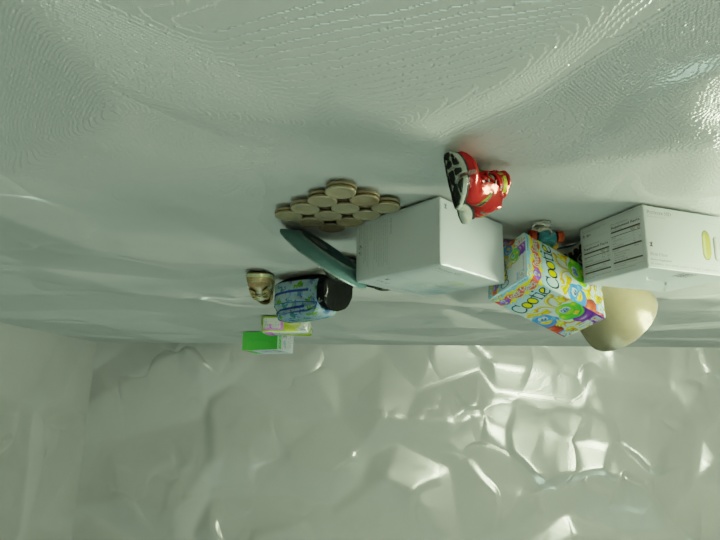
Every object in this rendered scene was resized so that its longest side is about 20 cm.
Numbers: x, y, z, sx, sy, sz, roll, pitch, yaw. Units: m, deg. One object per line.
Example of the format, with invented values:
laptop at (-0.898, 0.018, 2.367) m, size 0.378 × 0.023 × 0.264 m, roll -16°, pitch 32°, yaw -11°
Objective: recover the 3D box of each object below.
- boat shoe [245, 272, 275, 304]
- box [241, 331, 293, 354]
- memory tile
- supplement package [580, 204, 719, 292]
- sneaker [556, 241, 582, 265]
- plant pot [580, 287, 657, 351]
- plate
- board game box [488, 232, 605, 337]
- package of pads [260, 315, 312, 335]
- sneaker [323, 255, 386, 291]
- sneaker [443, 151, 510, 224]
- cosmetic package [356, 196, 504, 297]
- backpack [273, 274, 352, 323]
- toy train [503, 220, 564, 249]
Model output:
boat shoe at (-0.269, 0.051, 1.498) m, size 0.073 × 0.067 × 0.200 m, roll 0°, pitch 166°, yaw 3°
box at (-0.460, 0.359, 2.730) m, size 0.199 × 0.097 × 0.176 m, roll -4°, pitch 163°, yaw 17°
memory tile at (-0.041, -0.106, 0.945) m, size 0.153 × 0.017 × 0.199 m, roll 12°, pitch 162°, yaw -39°
supplement package at (0.538, -0.034, 1.004) m, size 0.199 × 0.112 × 0.156 m, roll 5°, pitch 166°, yaw -18°
sneaker at (0.454, -0.029, 1.144) m, size 0.199 × 0.079 × 0.089 m, roll -10°, pitch -174°, yaw 18°
plant pot at (0.625, 0.086, 1.402) m, size 0.134 × 0.201 × 0.200 m, roll 41°, pitch 154°, yaw -11°
plate at (-0.065, -0.031, 1.052) m, size 0.200 × 0.026 × 0.200 m, roll 34°, pitch -172°, yaw -5°
board game box at (0.357, 0.031, 1.056) m, size 0.199 × 0.105 × 0.103 m, roll 25°, pitch 142°, yaw -19°
package of pads at (-0.298, 0.226, 2.226) m, size 0.198 × 0.069 × 0.155 m, roll 0°, pitch 168°, yaw -1°
sneaker at (0.000, 0.000, 1.303) m, size 0.199 × 0.076 × 0.079 m, roll 14°, pitch 176°, yaw -22°
sneaker at (0.168, -0.125, 0.773) m, size 0.084 × 0.078 × 0.200 m, roll -14°, pitch 170°, yaw 14°
cosmetic package at (0.130, -0.032, 1.016) m, size 0.199 × 0.124 × 0.199 m, roll 14°, pitch 160°, yaw -42°
backpack at (-0.143, 0.075, 1.481) m, size 0.199 × 0.155 × 0.163 m, roll 9°, pitch 178°, yaw 26°
toy train at (0.302, -0.043, 1.099) m, size 0.199 × 0.056 × 0.150 m, roll -11°, pitch 162°, yaw 42°
